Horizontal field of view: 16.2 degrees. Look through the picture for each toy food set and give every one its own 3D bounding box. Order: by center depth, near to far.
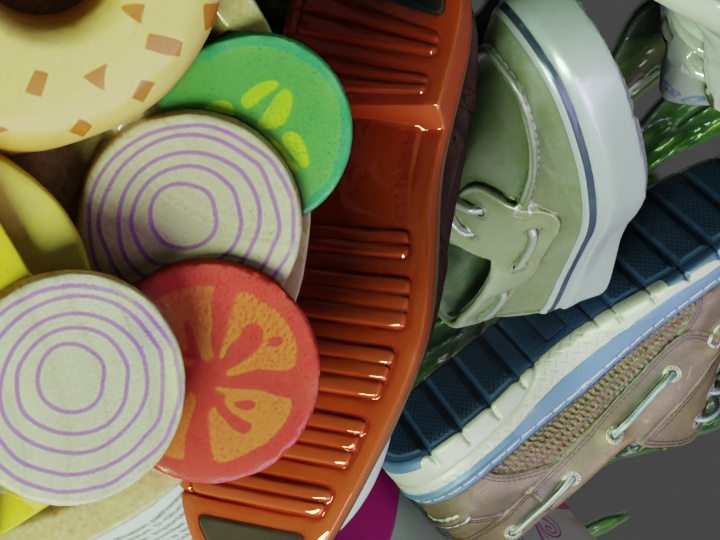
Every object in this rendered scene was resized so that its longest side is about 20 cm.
[{"bbox_3d":[-0.098,-0.015,0.648,0.200,0.198,0.049,-34,-163,-13],"label":"toy food set"}]

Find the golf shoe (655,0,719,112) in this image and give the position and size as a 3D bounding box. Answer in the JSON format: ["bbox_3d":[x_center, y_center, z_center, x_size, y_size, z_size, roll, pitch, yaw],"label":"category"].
[{"bbox_3d":[0.130,-0.082,0.843,0.097,0.078,0.200,-38,151,31],"label":"golf shoe"}]

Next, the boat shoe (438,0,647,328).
[{"bbox_3d":[0.054,-0.028,0.864,0.062,0.072,0.200,-26,156,-9],"label":"boat shoe"}]

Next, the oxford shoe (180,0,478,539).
[{"bbox_3d":[0.000,0.000,0.755,0.071,0.200,0.073,12,166,19],"label":"oxford shoe"}]

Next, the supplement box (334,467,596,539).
[{"bbox_3d":[0.007,0.141,0.997,0.103,0.101,0.200,-44,175,29],"label":"supplement box"}]

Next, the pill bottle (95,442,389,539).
[{"bbox_3d":[-0.085,0.029,0.785,0.113,0.113,0.200,-39,151,20],"label":"pill bottle"}]

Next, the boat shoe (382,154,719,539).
[{"bbox_3d":[0.102,0.031,0.973,0.200,0.072,0.072,-36,117,4],"label":"boat shoe"}]
